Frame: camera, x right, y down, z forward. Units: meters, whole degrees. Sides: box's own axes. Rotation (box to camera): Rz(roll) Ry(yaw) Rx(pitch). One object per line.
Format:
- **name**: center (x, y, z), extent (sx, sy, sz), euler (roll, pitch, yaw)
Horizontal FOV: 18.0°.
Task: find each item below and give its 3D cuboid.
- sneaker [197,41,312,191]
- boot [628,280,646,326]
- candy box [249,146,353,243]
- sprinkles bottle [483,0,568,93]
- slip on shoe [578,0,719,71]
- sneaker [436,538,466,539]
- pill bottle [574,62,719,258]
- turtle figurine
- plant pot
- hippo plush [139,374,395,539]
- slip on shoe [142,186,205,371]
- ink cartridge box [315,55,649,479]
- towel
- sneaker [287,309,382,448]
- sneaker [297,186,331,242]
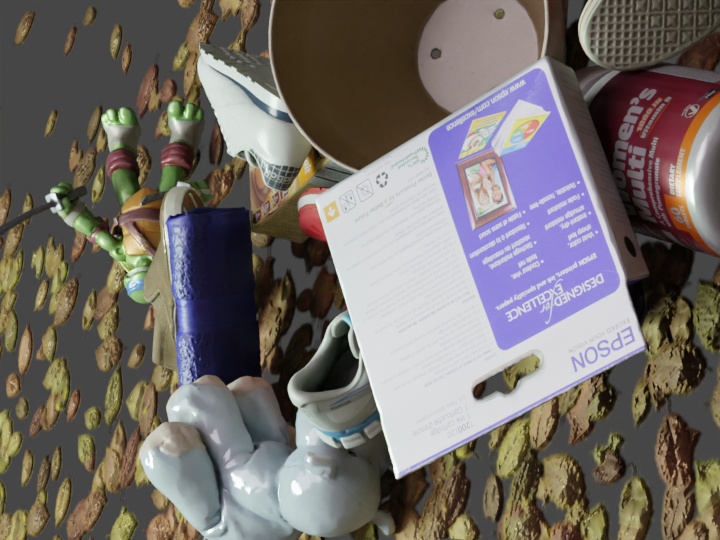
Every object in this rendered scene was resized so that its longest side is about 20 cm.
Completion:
- **sneaker**: center (-0.094, -0.134, 1.888), extent (0.200, 0.076, 0.081), euler (-133, 51, -60)
- **boot**: center (0.138, 0.021, 1.479), extent (0.070, 0.132, 0.200), euler (-30, 40, -6)
- **candy box**: center (-0.024, -0.119, 1.882), extent (0.200, 0.055, 0.116), euler (-41, 45, 49)
- **sprinkles bottle**: center (0.114, -0.138, 1.628), extent (0.068, 0.068, 0.201), euler (-18, 63, 58)
- **slip on shoe**: center (0.211, -0.199, 1.418), extent (0.200, 0.074, 0.061), euler (-46, 17, -10)
- **sneaker**: center (0.062, 0.265, 1.547), extent (0.092, 0.076, 0.200), euler (-53, 37, 28)
- **pill bottle**: center (0.197, -0.072, 1.405), extent (0.200, 0.109, 0.110), euler (21, 97, 61)
- **turtle figurine**: center (-0.208, -0.082, 2.092), extent (0.144, 0.200, 0.194), euler (-29, 43, 35)
- **plant pot**: center (0.057, -0.155, 1.536), extent (0.200, 0.134, 0.201), euler (-1, 87, 25)
- **hippo plush**: center (-0.065, 0.153, 1.730), extent (0.161, 0.159, 0.200), euler (-22, 39, 43)
- **slip on shoe**: center (-0.161, 0.011, 1.970), extent (0.200, 0.060, 0.076), euler (82, -162, -44)
- **ink cartridge box**: center (0.077, 0.002, 1.397), extent (0.198, 0.043, 0.200), euler (-30, 65, 31)
- **towel**: center (-0.126, 0.047, 1.879), extent (0.148, 0.049, 0.201), euler (-11, -82, -74)
- **sneaker**: center (0.027, 0.040, 1.634), extent (0.200, 0.087, 0.075), euler (-48, 53, 1)
- **sneaker**: center (0.000, 0.000, 1.766), extent (0.200, 0.078, 0.116), euler (4, 81, 63)
